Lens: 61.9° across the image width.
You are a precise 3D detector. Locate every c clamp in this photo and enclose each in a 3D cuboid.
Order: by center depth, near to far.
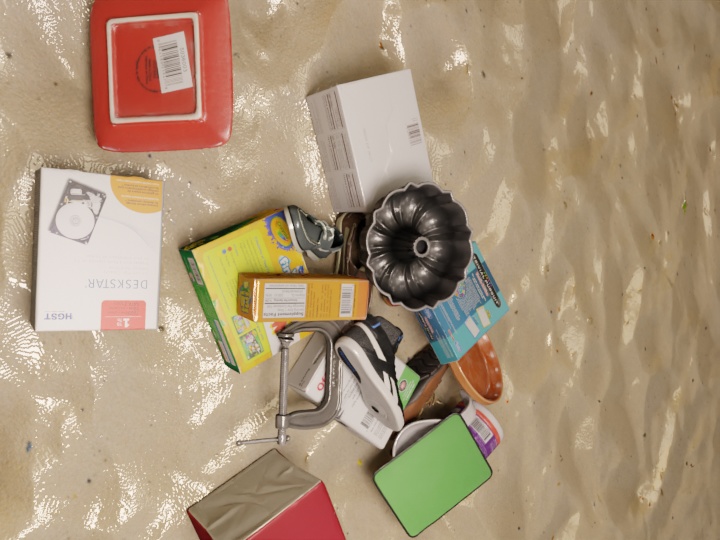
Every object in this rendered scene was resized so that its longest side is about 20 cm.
[{"bbox_3d":[-0.096,0.169,0.925,0.168,0.027,0.205,9,85,-30],"label":"c clamp"}]

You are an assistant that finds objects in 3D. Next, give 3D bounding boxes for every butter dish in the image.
[{"bbox_3d":[-0.250,-0.261,0.826,0.195,0.148,0.205,0,94,10],"label":"butter dish"}]

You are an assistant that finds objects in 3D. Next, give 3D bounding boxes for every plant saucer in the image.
[{"bbox_3d":[0.215,0.166,1.178,0.200,0.032,0.203,38,35,-34],"label":"plant saucer"}]

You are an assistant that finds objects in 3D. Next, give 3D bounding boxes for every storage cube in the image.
[{"bbox_3d":[-0.136,0.421,0.923,0.198,0.170,0.183,-28,108,-29],"label":"storage cube"}]

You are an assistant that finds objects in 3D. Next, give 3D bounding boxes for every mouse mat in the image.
[{"bbox_3d":[0.134,0.371,1.087,0.198,0.008,0.163,-33,107,-8],"label":"mouse mat"}]

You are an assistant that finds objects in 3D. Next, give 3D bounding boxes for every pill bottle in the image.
[{"bbox_3d":[0.178,0.357,1.169,0.199,0.111,0.113,-40,114,-22],"label":"pill bottle"}]

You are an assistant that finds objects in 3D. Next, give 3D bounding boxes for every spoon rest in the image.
[{"bbox_3d":[0.140,0.296,1.101,0.198,0.060,0.101,-34,107,-23],"label":"spoon rest"}]

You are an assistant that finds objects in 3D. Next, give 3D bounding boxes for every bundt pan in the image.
[{"bbox_3d":[0.082,-0.040,0.970,0.198,0.075,0.207,-2,96,-24],"label":"bundt pan"}]

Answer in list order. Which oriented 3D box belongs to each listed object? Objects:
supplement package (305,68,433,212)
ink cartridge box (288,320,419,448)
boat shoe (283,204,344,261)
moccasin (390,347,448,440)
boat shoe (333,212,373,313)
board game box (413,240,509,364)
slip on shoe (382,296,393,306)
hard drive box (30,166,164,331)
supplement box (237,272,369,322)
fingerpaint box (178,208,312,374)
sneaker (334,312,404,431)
[{"bbox_3d":[0.018,-0.218,1.023,0.154,0.110,0.204,-22,106,-30],"label":"supplement package"},{"bbox_3d":[-0.011,0.190,1.045,0.200,0.083,0.147,43,70,-28],"label":"ink cartridge box"},{"bbox_3d":[-0.070,-0.063,0.933,0.061,0.200,0.074,-17,77,6],"label":"boat shoe"},{"bbox_3d":[0.112,0.233,1.143,0.203,0.073,0.078,-55,133,-23],"label":"moccasin"},{"bbox_3d":[-0.005,0.001,1.040,0.074,0.074,0.207,-13,103,-33],"label":"boat shoe"},{"bbox_3d":[0.181,0.055,1.108,0.199,0.047,0.153,-31,95,-43],"label":"board game box"},{"bbox_3d":[0.108,0.006,1.135,0.199,0.061,0.075,-39,100,-40],"label":"slip on shoe"},{"bbox_3d":[-0.350,-0.025,0.803,0.153,0.076,0.205,1,93,-34],"label":"hard drive box"},{"bbox_3d":[-0.084,0.040,0.908,0.197,0.066,0.070,4,94,-34],"label":"supplement box"},{"bbox_3d":[-0.164,0.027,0.936,0.165,0.073,0.203,-28,109,-29],"label":"fingerpaint box"},{"bbox_3d":[0.045,0.159,0.989,0.112,0.072,0.202,-45,120,-32],"label":"sneaker"}]
